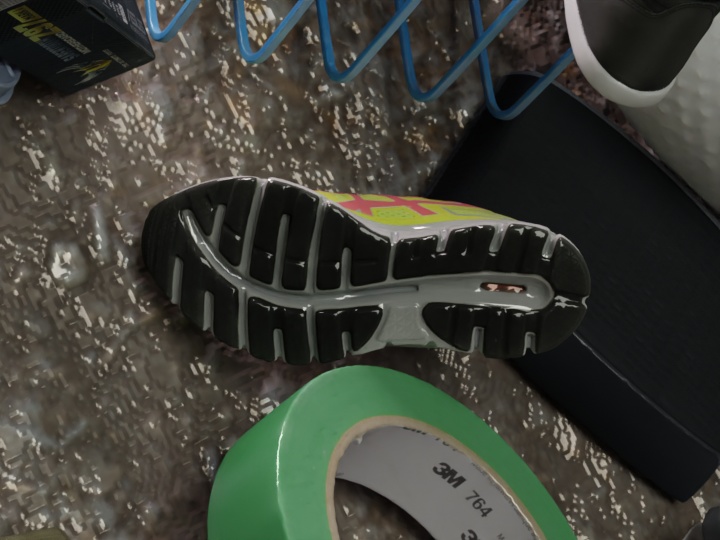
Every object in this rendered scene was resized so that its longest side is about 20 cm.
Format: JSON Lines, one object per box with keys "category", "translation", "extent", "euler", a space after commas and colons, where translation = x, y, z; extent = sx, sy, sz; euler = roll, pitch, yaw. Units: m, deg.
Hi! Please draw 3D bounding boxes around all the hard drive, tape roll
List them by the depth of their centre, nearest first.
{"category": "tape roll", "translation": [0.026, 0.137, 0.934], "extent": [0.200, 0.048, 0.201], "euler": [33, 35, -27]}
{"category": "hard drive", "translation": [0.124, 0.003, 1.092], "extent": [0.200, 0.042, 0.135], "euler": [43, 56, -11]}

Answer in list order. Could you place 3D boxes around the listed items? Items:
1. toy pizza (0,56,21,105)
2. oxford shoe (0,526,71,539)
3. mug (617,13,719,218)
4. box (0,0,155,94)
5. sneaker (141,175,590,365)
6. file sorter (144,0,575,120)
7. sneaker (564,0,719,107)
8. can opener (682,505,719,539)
{"category": "toy pizza", "translation": [-0.195, -0.156, 0.895], "extent": [0.031, 0.200, 0.202], "euler": [-23, 84, 6]}
{"category": "oxford shoe", "translation": [-0.193, 0.142, 0.848], "extent": [0.198, 0.071, 0.075], "euler": [-2, 47, -30]}
{"category": "mug", "translation": [0.209, -0.124, 1.079], "extent": [0.175, 0.199, 0.148], "euler": [40, 48, -24]}
{"category": "box", "translation": [-0.152, -0.167, 0.903], "extent": [0.051, 0.200, 0.159], "euler": [-20, 83, 6]}
{"category": "sneaker", "translation": [0.000, 0.000, 0.997], "extent": [0.198, 0.090, 0.079], "euler": [9, 99, -3]}
{"category": "file sorter", "translation": [0.010, -0.162, 1.012], "extent": [0.198, 0.139, 0.124], "euler": [10, 57, -28]}
{"category": "sneaker", "translation": [0.120, -0.180, 0.940], "extent": [0.070, 0.099, 0.202], "euler": [3, 62, -29]}
{"category": "can opener", "translation": [0.230, 0.187, 1.080], "extent": [0.199, 0.066, 0.053], "euler": [37, 56, -20]}
